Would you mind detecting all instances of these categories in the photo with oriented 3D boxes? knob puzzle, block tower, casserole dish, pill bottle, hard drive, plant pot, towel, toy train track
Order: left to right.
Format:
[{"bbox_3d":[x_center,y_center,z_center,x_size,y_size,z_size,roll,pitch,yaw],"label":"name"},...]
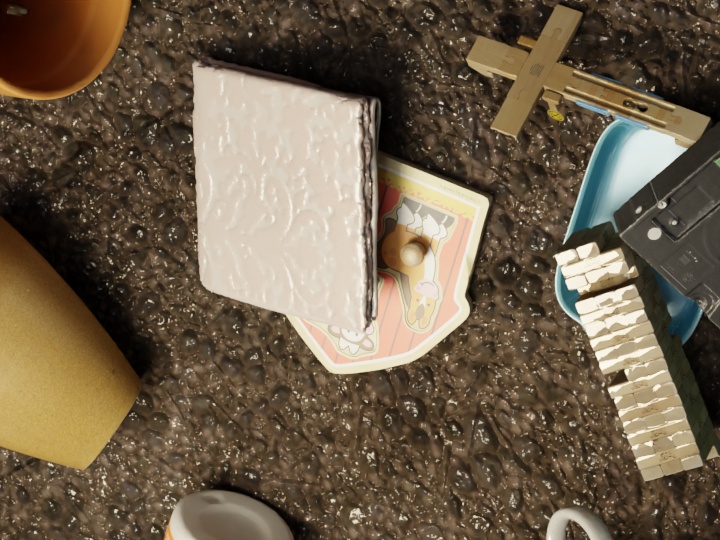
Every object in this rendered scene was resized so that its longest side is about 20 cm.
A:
[{"bbox_3d":[-0.303,-0.240,1.648,0.139,0.199,0.202,5,110,38],"label":"plant pot"},{"bbox_3d":[-0.297,0.080,1.766,0.199,0.187,0.187,37,119,-8],"label":"plant pot"},{"bbox_3d":[-0.139,0.306,1.799,0.113,0.114,0.202,26,115,13],"label":"pill bottle"},{"bbox_3d":[-0.062,-0.063,1.661,0.190,0.032,0.202,15,114,36],"label":"towel"},{"bbox_3d":[0.000,0.000,1.683,0.217,0.030,0.222,7,111,20],"label":"knob puzzle"},{"bbox_3d":[0.173,-0.131,1.538,0.199,0.033,0.115,23,74,26],"label":"toy train track"},{"bbox_3d":[0.215,0.064,1.558,0.054,0.058,0.202,-18,102,27],"label":"block tower"},{"bbox_3d":[0.225,-0.031,1.572,0.120,0.039,0.202,22,114,15],"label":"casserole dish"},{"bbox_3d":[0.303,-0.057,1.486,0.139,0.038,0.200,38,113,-25],"label":"hard drive"}]

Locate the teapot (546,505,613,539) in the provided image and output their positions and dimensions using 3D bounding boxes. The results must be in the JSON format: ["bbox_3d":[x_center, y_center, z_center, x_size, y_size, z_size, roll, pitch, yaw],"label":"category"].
[{"bbox_3d":[0.161,0.309,1.656,0.199,0.197,0.147,-38,53,8],"label":"teapot"}]
